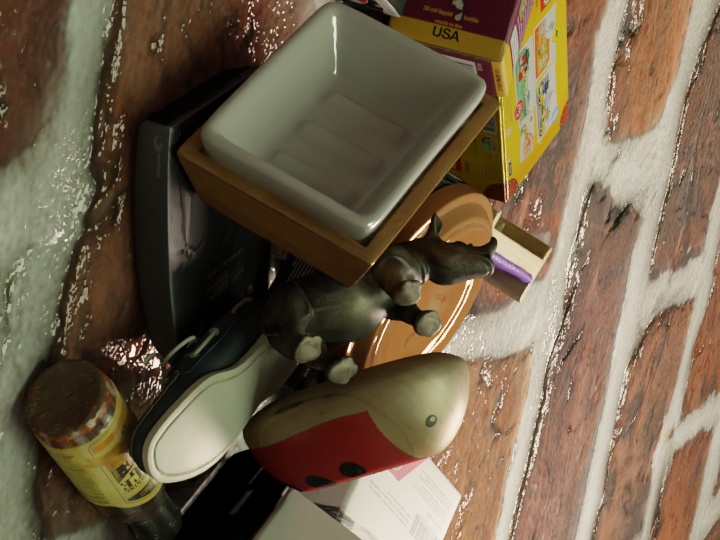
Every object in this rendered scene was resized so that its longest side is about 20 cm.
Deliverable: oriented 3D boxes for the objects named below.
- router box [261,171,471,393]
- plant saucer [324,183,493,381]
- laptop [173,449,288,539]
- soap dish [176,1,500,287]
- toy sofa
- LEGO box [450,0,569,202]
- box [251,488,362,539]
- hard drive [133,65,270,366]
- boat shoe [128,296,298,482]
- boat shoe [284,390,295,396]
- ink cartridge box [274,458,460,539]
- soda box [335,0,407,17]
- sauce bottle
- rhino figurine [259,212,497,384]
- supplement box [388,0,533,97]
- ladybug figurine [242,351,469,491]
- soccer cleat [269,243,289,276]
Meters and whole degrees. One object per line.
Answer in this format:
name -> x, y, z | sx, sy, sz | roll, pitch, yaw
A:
router box -> 0.000, 0.000, 1.408 | 0.201, 0.062, 0.150 | -60, 159, 7
plant saucer -> 0.045, 0.025, 1.412 | 0.200, 0.032, 0.201 | -44, 154, -28
laptop -> -0.104, 0.235, 1.425 | 0.103, 0.200, 0.177 | 53, 48, -16
soap dish -> -0.014, -0.090, 1.260 | 0.200, 0.157, 0.081 | -51, 164, -40
toy sofa -> 0.104, -0.015, 1.693 | 0.098, 0.083, 0.200 | -60, 157, 2
LEGO box -> 0.132, -0.191, 1.678 | 0.149, 0.077, 0.201 | -52, 148, -38
box -> -0.077, 0.282, 1.371 | 0.124, 0.097, 0.200 | -51, 174, -42
hard drive -> -0.115, -0.041, 1.302 | 0.135, 0.042, 0.201 | -42, 141, -48
boat shoe -> -0.109, 0.078, 1.269 | 0.200, 0.062, 0.075 | -48, 146, -43
boat shoe -> 0.001, 0.069, 1.589 | 0.199, 0.074, 0.061 | -23, 86, -40
ink cartridge box -> -0.008, 0.245, 1.590 | 0.145, 0.084, 0.201 | 51, 53, -37
soda box -> 0.028, -0.308, 1.406 | 0.071, 0.063, 0.201 | 33, 76, -64
sauce bottle -> -0.175, 0.136, 1.264 | 0.066, 0.066, 0.200 | -62, 154, -22
rhino figurine -> 0.017, 0.013, 1.273 | 0.199, 0.087, 0.060 | -26, 124, -23
supplement box -> 0.099, -0.263, 1.488 | 0.131, 0.103, 0.201 | 51, 54, -79
ladybug figurine -> -0.002, 0.115, 1.306 | 0.135, 0.199, 0.072 | -7, 79, -49
soccer cleat -> -0.048, -0.053, 1.407 | 0.201, 0.068, 0.085 | 89, 26, -43
